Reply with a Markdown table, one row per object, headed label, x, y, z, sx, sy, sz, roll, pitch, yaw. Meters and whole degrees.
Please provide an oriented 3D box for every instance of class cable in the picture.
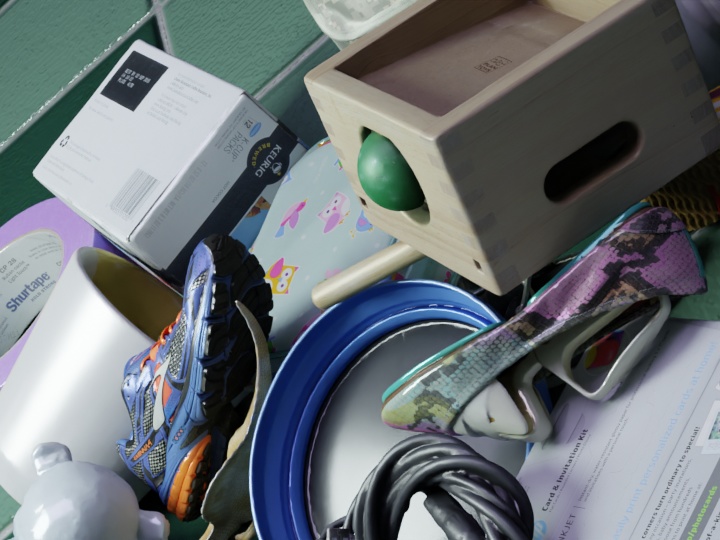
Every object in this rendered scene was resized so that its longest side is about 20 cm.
| label | x | y | z | sx | sy | sz | roll | pitch | yaw |
| --- | --- | --- | --- | --- | --- | --- | --- | --- | --- |
| cable | 0.041 | 0.191 | 1.273 | 0.163 | 0.051 | 0.201 | -36 | 54 | 38 |

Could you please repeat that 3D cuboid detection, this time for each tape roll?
| label | x | y | z | sx | sy | sz | roll | pitch | yaw |
| --- | --- | --- | --- | --- | --- | --- | --- | --- | --- |
| tape roll | -0.252 | 0.043 | 1.847 | 0.199 | 0.066 | 0.201 | -32 | 34 | 25 |

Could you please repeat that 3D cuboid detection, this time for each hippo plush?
| label | x | y | z | sx | sy | sz | roll | pitch | yaw |
| --- | --- | --- | --- | --- | --- | --- | --- | --- | --- |
| hippo plush | -0.217 | 0.185 | 1.513 | 0.162 | 0.158 | 0.200 | -61 | -4 | -20 |

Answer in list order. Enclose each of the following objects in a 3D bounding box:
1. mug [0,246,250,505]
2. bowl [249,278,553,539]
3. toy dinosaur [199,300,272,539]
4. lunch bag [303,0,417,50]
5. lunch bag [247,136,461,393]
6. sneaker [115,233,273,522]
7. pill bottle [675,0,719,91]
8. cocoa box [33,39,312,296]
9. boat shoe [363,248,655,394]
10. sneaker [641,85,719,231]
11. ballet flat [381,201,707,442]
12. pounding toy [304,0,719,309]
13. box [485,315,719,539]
| label | x | y | z | sx | sy | sz | roll | pitch | yaw |
| --- | --- | --- | --- | --- | --- | --- | --- | --- | --- |
| mug | -0.165 | 0.093 | 1.648 | 0.149 | 0.186 | 0.154 | 42 | 101 | 26 |
| bowl | 0.024 | 0.106 | 1.388 | 0.199 | 0.039 | 0.202 | -14 | 66 | 34 |
| toy dinosaur | -0.064 | 0.113 | 1.483 | 0.058 | 0.101 | 0.201 | 28 | 111 | 23 |
| lunch bag | 0.054 | -0.203 | 1.599 | 0.163 | 0.200 | 0.118 | -27 | 36 | 30 |
| lunch bag | 0.000 | 0.000 | 1.563 | 0.160 | 0.077 | 0.201 | -8 | 49 | 45 |
| sneaker | -0.111 | 0.063 | 1.502 | 0.075 | 0.078 | 0.201 | -36 | -33 | -53 |
| pill bottle | 0.152 | -0.130 | 1.478 | 0.200 | 0.112 | 0.113 | -37 | 32 | 20 |
| cocoa box | -0.116 | -0.059 | 1.721 | 0.134 | 0.131 | 0.200 | -52 | 31 | -5 |
| boat shoe | 0.091 | 0.034 | 1.425 | 0.199 | 0.060 | 0.076 | -36 | 33 | 21 |
| sneaker | 0.227 | -0.073 | 1.349 | 0.090 | 0.075 | 0.199 | -51 | 27 | -19 |
| ballet flat | 0.099 | 0.045 | 1.290 | 0.200 | 0.069 | 0.071 | -37 | 71 | 18 |
| pounding toy | 0.066 | -0.064 | 1.340 | 0.199 | 0.143 | 0.184 | -34 | 28 | -15 |
| box | 0.167 | 0.099 | 1.239 | 0.199 | 0.041 | 0.157 | 4 | 59 | 53 |
